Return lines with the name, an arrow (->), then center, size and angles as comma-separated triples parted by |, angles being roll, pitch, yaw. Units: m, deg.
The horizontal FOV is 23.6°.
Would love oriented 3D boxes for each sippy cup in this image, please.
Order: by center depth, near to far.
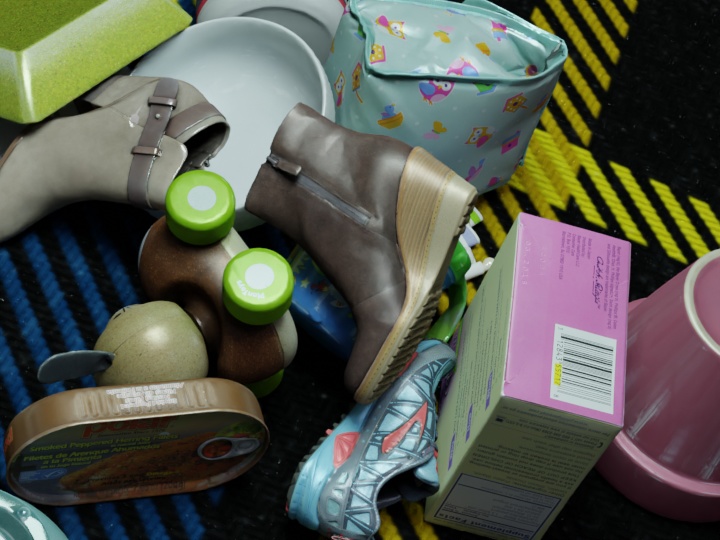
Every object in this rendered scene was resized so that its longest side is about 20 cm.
sippy cup -> 0.000, 0.000, 1.426 | 0.178, 0.140, 0.130 | 41, 80, 10

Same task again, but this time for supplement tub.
supplement tub -> -0.084, -0.280, 1.603 | 0.140, 0.140, 0.200 | 6, 54, -13

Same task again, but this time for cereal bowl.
cereal bowl -> -0.112, -0.115, 1.488 | 0.200, 0.083, 0.200 | -7, 64, 14

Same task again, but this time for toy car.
toy car -> -0.164, 0.048, 1.338 | 0.200, 0.164, 0.158 | -30, 68, -20

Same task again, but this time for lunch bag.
lunch bag -> 0.069, -0.147, 1.515 | 0.200, 0.170, 0.122 | 0, 48, -19

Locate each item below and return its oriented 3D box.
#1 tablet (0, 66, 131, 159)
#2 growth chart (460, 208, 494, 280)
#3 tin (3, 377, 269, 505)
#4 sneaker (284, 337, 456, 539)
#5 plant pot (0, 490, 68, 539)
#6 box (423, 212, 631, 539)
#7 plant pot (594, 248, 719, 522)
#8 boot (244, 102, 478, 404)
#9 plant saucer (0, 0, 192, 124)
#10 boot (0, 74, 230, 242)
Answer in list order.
tablet -> -0.289, -0.147, 1.522 | 0.200, 0.014, 0.130 | -23, 65, -29
growth chart -> 0.040, -0.060, 1.561 | 0.145, 0.018, 0.200 | -15, 61, -27
tin -> -0.168, 0.128, 1.298 | 0.200, 0.112, 0.042 | -3, 56, -20
sneaker -> 0.029, 0.143, 1.371 | 0.095, 0.079, 0.200 | 32, 61, 15
plant pot -> -0.273, 0.228, 1.177 | 0.200, 0.134, 0.200 | 8, 54, -12
box -> 0.132, 0.090, 1.364 | 0.097, 0.200, 0.176 | 15, 51, -8
plant pot -> 0.294, 0.082, 1.436 | 0.200, 0.179, 0.200 | 8, 54, -11
boot -> -0.016, -0.014, 1.346 | 0.166, 0.072, 0.200 | 24, 93, 14
plant saucer -> -0.284, -0.213, 1.493 | 0.200, 0.048, 0.200 | 20, 45, 35
boot -> -0.206, -0.082, 1.413 | 0.146, 0.070, 0.200 | 26, 74, 30
